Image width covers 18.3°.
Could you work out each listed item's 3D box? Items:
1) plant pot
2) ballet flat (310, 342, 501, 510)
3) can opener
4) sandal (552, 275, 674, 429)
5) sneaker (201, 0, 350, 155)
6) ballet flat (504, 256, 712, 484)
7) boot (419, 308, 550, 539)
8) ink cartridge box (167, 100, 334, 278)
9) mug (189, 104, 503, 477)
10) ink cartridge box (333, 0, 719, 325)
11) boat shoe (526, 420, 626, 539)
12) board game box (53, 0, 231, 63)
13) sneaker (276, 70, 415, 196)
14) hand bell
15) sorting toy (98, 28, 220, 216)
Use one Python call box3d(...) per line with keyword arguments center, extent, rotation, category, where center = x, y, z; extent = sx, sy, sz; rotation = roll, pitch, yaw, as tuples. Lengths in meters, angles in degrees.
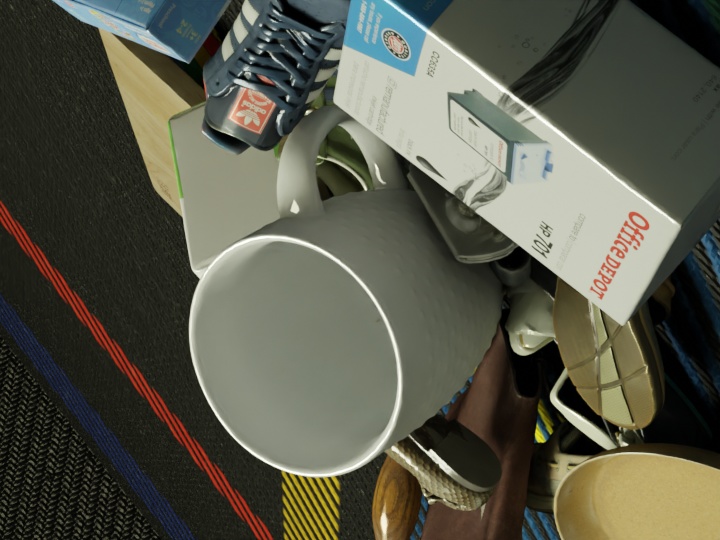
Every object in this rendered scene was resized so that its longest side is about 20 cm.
box3d(center=(0.212, 0.166, 1.331), extent=(0.200, 0.028, 0.200), rotation=(22, 145, 16), category="plant pot")
box3d(center=(0.006, 0.082, 1.432), extent=(0.200, 0.067, 0.046), rotation=(42, 129, 6), category="ballet flat")
box3d(center=(0.045, -0.072, 1.327), extent=(0.067, 0.053, 0.200), rotation=(76, 167, -54), category="can opener")
box3d(center=(0.146, -0.002, 1.271), extent=(0.080, 0.054, 0.200), rotation=(15, 123, 56), category="sandal")
box3d(center=(-0.045, -0.115, 1.237), extent=(0.075, 0.085, 0.200), rotation=(29, 162, -3), category="sneaker")
box3d(center=(0.134, 0.046, 1.355), extent=(0.200, 0.073, 0.073), rotation=(54, 163, 1), category="ballet flat")
box3d(center=(0.082, 0.143, 1.473), extent=(0.200, 0.072, 0.167), rotation=(-90, 12, -50), category="boot")
box3d(center=(-0.047, -0.013, 1.553), extent=(0.200, 0.084, 0.146), rotation=(53, -163, -48), category="ink cartridge box")
box3d(center=(0.000, 0.000, 1.333), extent=(0.147, 0.175, 0.201), rotation=(-6, 103, 33), category="mug")
box3d(center=(0.092, -0.083, 1.122), extent=(0.200, 0.086, 0.147), rotation=(40, 160, 10), category="ink cartridge box")
box3d(center=(0.152, 0.133, 1.495), extent=(0.200, 0.072, 0.065), rotation=(-151, 65, -78), category="boat shoe")
box3d(center=(-0.080, -0.215, 1.212), extent=(0.037, 0.200, 0.151), rotation=(37, 175, -32), category="board game box")
box3d(center=(-0.020, -0.104, 1.445), extent=(0.200, 0.090, 0.067), rotation=(58, 164, -12), category="sneaker")
box3d(center=(0.034, 0.098, 1.496), extent=(0.104, 0.104, 0.201), rotation=(26, 112, 58), category="hand bell")
box3d(center=(-0.100, -0.092, 1.723), extent=(0.200, 0.070, 0.199), rotation=(43, 160, 35), category="sorting toy")
